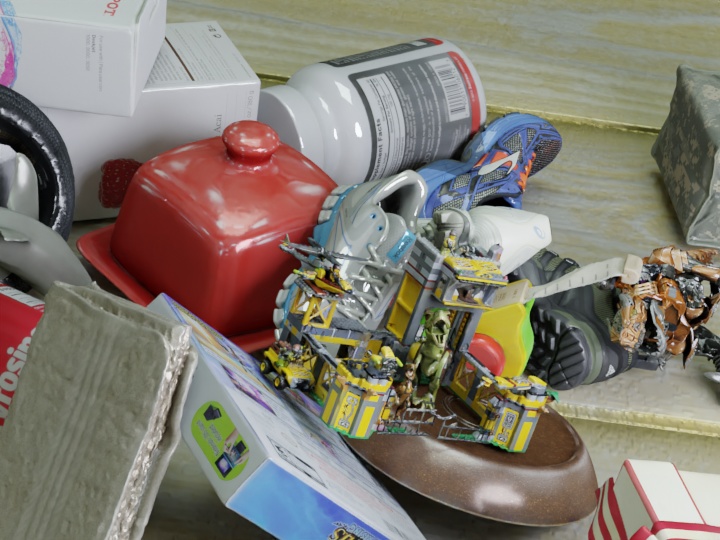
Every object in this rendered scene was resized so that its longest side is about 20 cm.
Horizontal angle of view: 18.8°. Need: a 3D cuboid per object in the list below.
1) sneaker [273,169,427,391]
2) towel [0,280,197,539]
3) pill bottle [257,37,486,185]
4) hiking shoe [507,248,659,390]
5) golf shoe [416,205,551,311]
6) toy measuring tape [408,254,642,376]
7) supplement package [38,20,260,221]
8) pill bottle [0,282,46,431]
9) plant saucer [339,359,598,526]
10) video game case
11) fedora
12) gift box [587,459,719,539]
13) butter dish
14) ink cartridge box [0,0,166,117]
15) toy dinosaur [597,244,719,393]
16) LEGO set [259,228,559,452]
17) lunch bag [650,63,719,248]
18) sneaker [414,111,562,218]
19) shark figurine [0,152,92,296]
[{"bbox_3d":[0.000,0.000,1.575,0.075,0.086,0.201,38,47,-26],"label":"sneaker"},{"bbox_3d":[-0.176,0.112,1.354,0.132,0.201,0.034,21,0,42],"label":"towel"},{"bbox_3d":[0.001,-0.127,1.861,0.199,0.117,0.116,-16,39,-35],"label":"pill bottle"},{"bbox_3d":[0.152,0.024,1.713,0.100,0.076,0.200,2,37,-32],"label":"hiking shoe"},{"bbox_3d":[0.082,-0.011,1.669,0.097,0.079,0.200,-11,1,-17],"label":"golf shoe"},{"bbox_3d":[0.127,0.045,1.614,0.199,0.074,0.074,-17,21,26],"label":"toy measuring tape"},{"bbox_3d":[-0.198,-0.123,1.796,0.199,0.122,0.120,-7,34,-22],"label":"supplement package"},{"bbox_3d":[-0.234,0.074,1.475,0.199,0.113,0.112,22,33,22],"label":"pill bottle"},{"bbox_3d":[0.079,0.113,1.521,0.199,0.035,0.200,18,19,-6],"label":"plant saucer"},{"bbox_3d":[-0.048,0.121,1.403,0.200,0.045,0.181,39,9,-42],"label":"video game case"},{"bbox_3d":[-0.322,-0.057,1.662,0.199,0.202,0.091,-6,1,-23],"label":"fedora"},{"bbox_3d":[0.207,0.226,1.288,0.185,0.186,0.200,7,26,-21],"label":"gift box"},{"bbox_3d":[-0.091,-0.045,1.673,0.199,0.149,0.199,-17,39,-36],"label":"butter dish"},{"bbox_3d":[-0.258,-0.198,1.706,0.198,0.085,0.145,6,34,4],"label":"ink cartridge box"},{"bbox_3d":[0.252,0.019,1.664,0.135,0.102,0.200,28,48,9],"label":"toy dinosaur"},{"bbox_3d":[0.042,0.036,1.455,0.199,0.117,0.154,11,20,-27],"label":"LEGO set"},{"bbox_3d":[0.374,-0.089,1.900,0.199,0.118,0.164,10,31,-10],"label":"lunch bag"},{"bbox_3d":[0.112,-0.068,1.850,0.078,0.076,0.200,35,47,23],"label":"sneaker"},{"bbox_3d":[-0.287,-0.015,1.574,0.213,0.129,0.089,-4,9,-28],"label":"shark figurine"}]
